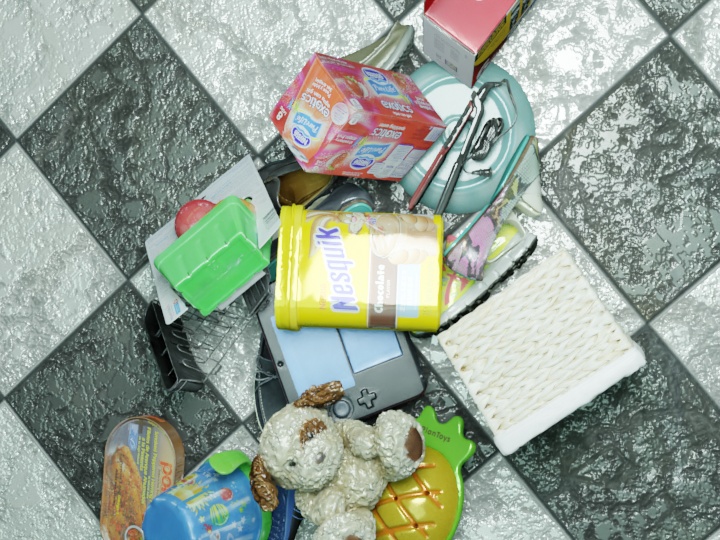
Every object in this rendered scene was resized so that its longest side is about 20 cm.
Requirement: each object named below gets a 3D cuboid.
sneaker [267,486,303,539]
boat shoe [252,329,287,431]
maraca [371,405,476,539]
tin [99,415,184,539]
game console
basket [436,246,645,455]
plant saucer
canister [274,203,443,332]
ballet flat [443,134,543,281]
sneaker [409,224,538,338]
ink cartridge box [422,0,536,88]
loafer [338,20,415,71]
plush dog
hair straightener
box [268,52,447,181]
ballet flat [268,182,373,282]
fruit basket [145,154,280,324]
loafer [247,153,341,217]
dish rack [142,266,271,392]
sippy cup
[{"bbox_3d":[-0.083,0.293,1.396,0.070,0.077,0.203,38,124,40],"label":"sneaker"},{"bbox_3d":[-0.105,0.126,1.395,0.073,0.062,0.204,7,94,7],"label":"boat shoe"},{"bbox_3d":[0.074,0.275,1.351,0.135,0.107,0.203,16,81,30],"label":"maraca"},{"bbox_3d":[-0.292,0.297,1.438,0.110,0.042,0.204,7,94,24],"label":"tin"},{"bbox_3d":[-0.027,0.089,1.345,0.174,0.031,0.203,-20,89,2],"label":"game console"},{"bbox_3d":[0.214,0.093,1.275,0.199,0.198,0.162,-36,82,9],"label":"basket"},{"bbox_3d":[0.124,-0.174,1.357,0.196,0.036,0.204,0,93,9],"label":"plant saucer"},{"bbox_3d":[0.000,0.000,1.290,0.196,0.087,0.152,2,81,2],"label":"canister"},{"bbox_3d":[0.177,-0.070,1.294,0.071,0.069,0.201,34,74,4],"label":"ballet flat"},{"bbox_3d":[0.128,0.003,1.351,0.200,0.078,0.090,-44,77,3],"label":"sneaker"},{"bbox_3d":[0.161,-0.340,1.256,0.083,0.176,0.201,37,87,7],"label":"ink cartridge box"},{"bbox_3d":[-0.011,-0.247,1.356,0.070,0.075,0.200,45,99,1],"label":"loafer"},{"bbox_3d":[-0.044,0.228,1.285,0.171,0.160,0.202,37,79,-19],"label":"plush dog"},{"bbox_3d":[0.139,-0.145,1.323,0.076,0.041,0.202,31,93,7],"label":"hair straightener"},{"bbox_3d":[0.000,-0.178,1.267,0.100,0.198,0.096,-47,65,27],"label":"box"},{"bbox_3d":[-0.069,-0.045,1.384,0.199,0.073,0.074,-38,86,12],"label":"ballet flat"},{"bbox_3d":[-0.184,-0.040,1.323,0.184,0.201,0.094,-39,120,5],"label":"fruit basket"},{"bbox_3d":[-0.097,-0.102,1.357,0.199,0.073,0.073,-36,108,29],"label":"loafer"},{"bbox_3d":[-0.193,0.044,1.363,0.201,0.054,0.154,-50,44,20],"label":"dish rack"},{"bbox_3d":[-0.203,0.319,1.363,0.138,0.129,0.182,-2,95,35],"label":"sippy cup"}]
